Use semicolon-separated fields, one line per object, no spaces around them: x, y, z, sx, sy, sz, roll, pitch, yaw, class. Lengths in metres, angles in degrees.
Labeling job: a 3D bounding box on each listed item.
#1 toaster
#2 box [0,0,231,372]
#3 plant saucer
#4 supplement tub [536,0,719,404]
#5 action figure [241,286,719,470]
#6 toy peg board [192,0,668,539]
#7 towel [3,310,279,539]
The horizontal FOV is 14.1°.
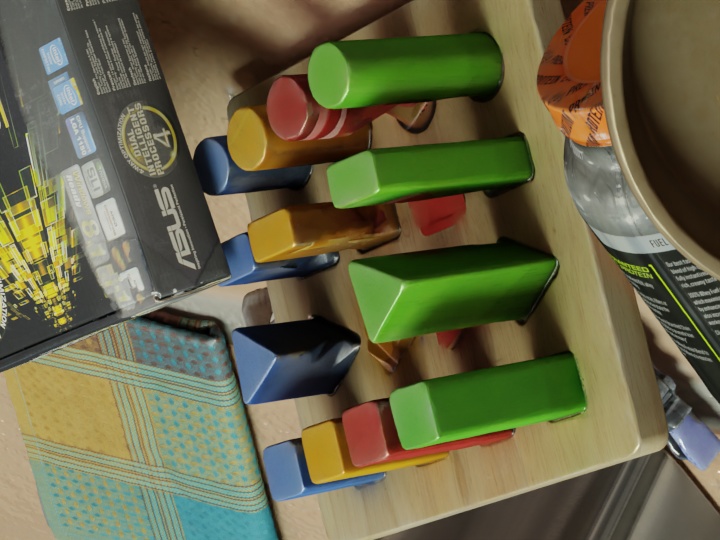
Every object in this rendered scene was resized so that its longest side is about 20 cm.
0.092;0.179;1.379;0.180;0.119;0.200;-15;125;44;toaster
-0.145;-0.067;1.239;0.161;0.049;0.201;-20;89;47;box
0.172;-0.084;0.984;0.200;0.200;0.029;52;-178;-26;plant saucer
0.157;-0.020;1.088;0.122;0.123;0.200;-11;128;43;supplement tub
0.056;0.049;1.268;0.200;0.105;0.193;43;152;-14;action figure
0.000;0.000;1.159;0.199;0.097;0.201;-23;78;49;toy peg board
-0.116;0.085;1.504;0.146;0.022;0.201;13;139;22;towel
